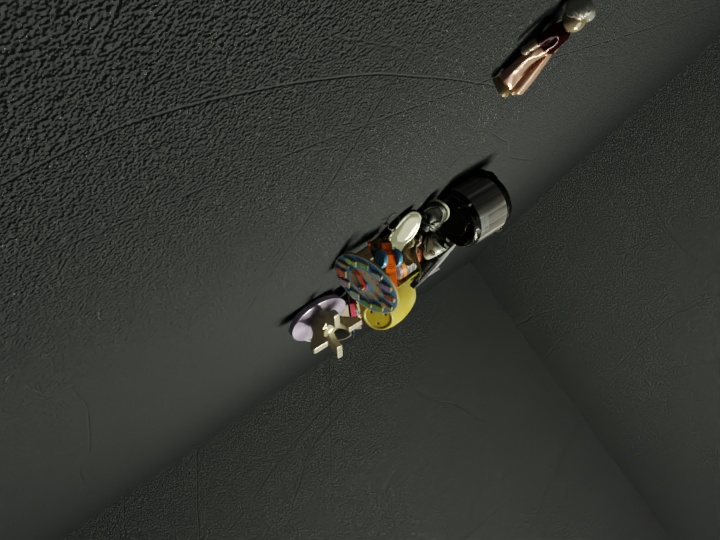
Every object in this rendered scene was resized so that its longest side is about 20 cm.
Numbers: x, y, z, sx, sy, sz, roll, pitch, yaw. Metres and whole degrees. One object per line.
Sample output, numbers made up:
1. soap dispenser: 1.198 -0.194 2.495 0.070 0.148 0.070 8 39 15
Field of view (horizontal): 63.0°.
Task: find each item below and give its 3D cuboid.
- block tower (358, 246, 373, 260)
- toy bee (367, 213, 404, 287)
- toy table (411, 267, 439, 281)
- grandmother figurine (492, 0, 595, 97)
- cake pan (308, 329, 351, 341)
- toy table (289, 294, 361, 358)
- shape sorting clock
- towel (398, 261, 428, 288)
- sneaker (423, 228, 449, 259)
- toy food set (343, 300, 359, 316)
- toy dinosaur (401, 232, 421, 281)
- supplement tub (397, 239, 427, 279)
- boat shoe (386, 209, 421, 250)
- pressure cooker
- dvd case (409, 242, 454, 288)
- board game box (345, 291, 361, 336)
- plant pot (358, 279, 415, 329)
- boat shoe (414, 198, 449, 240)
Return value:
1. block tower: 0.000 0.000 1.716 0.057 0.054 0.200 -32 169 -19
2. toy bee: 0.064 -0.042 1.554 0.129 0.204 0.108 20 177 -34
3. toy table: 0.163 -0.002 2.050 0.198 0.118 0.184 -32 176 1
4. grandmother figurine: 0.326 -0.392 1.031 0.121 0.061 0.200 -39 177 -46
5. cake pan: -0.127 0.199 1.977 0.196 0.037 0.201 -2 159 -1
6. toy table: -0.103 0.171 1.791 0.199 0.117 0.186 -37 140 -18
7. shape sorting clock: 0.014 0.036 1.512 0.039 0.200 0.200 -44 175 -29
8. towel: 0.154 -0.019 1.919 0.199 0.087 0.018 -35 175 -35
9. sneaker: 0.230 -0.102 1.783 0.088 0.074 0.200 -41 -172 35
10. toy food set: -0.077 0.146 2.153 0.199 0.061 0.143 -40 158 11
11. toy dinosaur: 0.145 -0.055 1.677 0.057 0.200 0.103 -5 121 -28
12. supplement tub: 0.139 -0.044 1.839 0.198 0.108 0.107 -34 170 -16
13. boat shoe: 0.099 -0.097 1.623 0.071 0.068 0.201 13 130 -24
14. pressure cooker: 0.339 -0.180 1.704 0.198 0.180 0.176 -30 166 -26
15. dvd case: 0.245 -0.032 1.888 0.200 0.025 0.151 -39 168 -51
16. board game box: -0.018 0.133 1.958 0.038 0.161 0.200 -9 167 -4
17. plant pot: 0.072 0.109 1.924 0.200 0.199 0.143 -43 -168 36
18. boat shoe: 0.192 -0.138 1.672 0.067 0.074 0.199 -55 -174 -19
